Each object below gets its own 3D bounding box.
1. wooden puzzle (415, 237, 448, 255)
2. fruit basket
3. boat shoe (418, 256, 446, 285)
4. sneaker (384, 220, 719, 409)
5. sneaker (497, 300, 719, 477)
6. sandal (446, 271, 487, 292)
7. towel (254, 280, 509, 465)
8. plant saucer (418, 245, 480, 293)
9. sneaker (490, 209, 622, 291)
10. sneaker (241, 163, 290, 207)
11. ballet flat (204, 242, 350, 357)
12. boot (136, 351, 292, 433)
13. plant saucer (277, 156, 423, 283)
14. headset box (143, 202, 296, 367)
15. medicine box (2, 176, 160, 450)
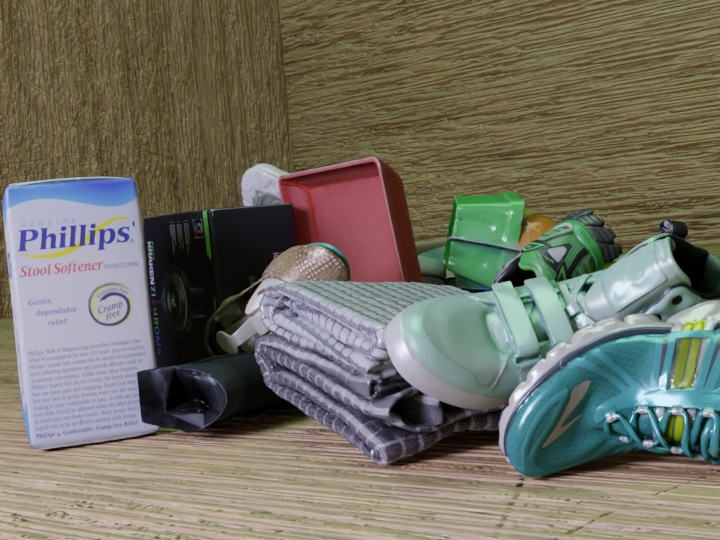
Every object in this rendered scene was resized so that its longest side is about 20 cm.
[{"bbox_3d":[0.021,0.017,1.347,0.183,0.047,0.200,-10,-25,-19],"label":"wooden puzzle"},{"bbox_3d":[0.175,-0.013,1.062,0.198,0.095,0.185,16,8,0],"label":"fruit basket"},{"bbox_3d":[0.031,0.045,1.122,0.070,0.071,0.200,7,-21,-19],"label":"boat shoe"},{"bbox_3d":[0.115,0.017,0.641,0.198,0.074,0.119,1,-38,-29],"label":"sneaker"},{"bbox_3d":[0.168,0.065,0.595,0.198,0.078,0.080,-19,38,5],"label":"sneaker"},{"bbox_3d":[0.093,0.026,1.211,0.078,0.060,0.207,-7,-2,1],"label":"sandal"},{"bbox_3d":[0.037,0.062,0.775,0.164,0.087,0.199,2,9,-28],"label":"towel"},{"bbox_3d":[0.089,0.020,1.299,0.198,0.036,0.200,-16,-23,-7],"label":"plant saucer"},{"bbox_3d":[0.126,0.028,0.904,0.085,0.078,0.201,-22,-26,-27],"label":"sneaker"},{"bbox_3d":[-0.037,-0.051,1.215,0.078,0.199,0.100,-49,5,39],"label":"sneaker"},{"bbox_3d":[-0.075,0.037,0.954,0.065,0.071,0.200,-45,4,-35],"label":"ballet flat"},{"bbox_3d":[-0.052,0.078,0.890,0.164,0.066,0.199,-19,-12,34],"label":"boot"},{"bbox_3d":[0.000,0.000,1.052,0.036,0.202,0.199,-15,6,-29],"label":"plant saucer"},{"bbox_3d":[-0.137,0.026,1.152,0.092,0.176,0.199,-6,4,-31],"label":"headset box"},{"bbox_3d":[-0.236,0.030,0.944,0.102,0.203,0.182,-6,2,-18],"label":"medicine box"}]
